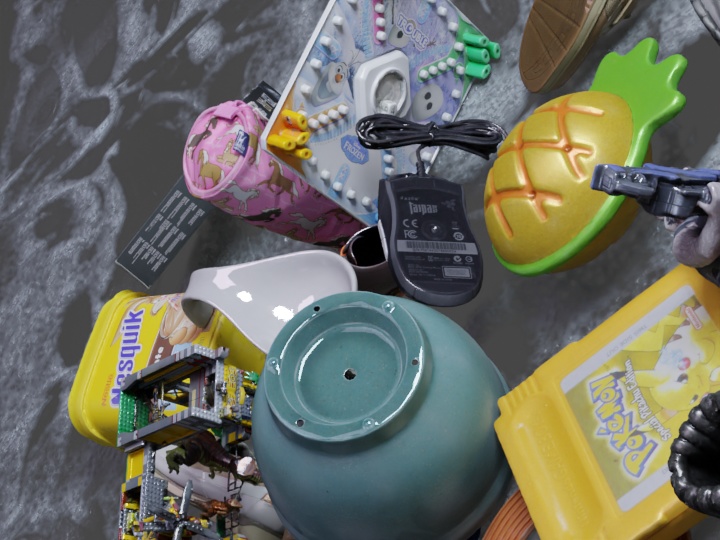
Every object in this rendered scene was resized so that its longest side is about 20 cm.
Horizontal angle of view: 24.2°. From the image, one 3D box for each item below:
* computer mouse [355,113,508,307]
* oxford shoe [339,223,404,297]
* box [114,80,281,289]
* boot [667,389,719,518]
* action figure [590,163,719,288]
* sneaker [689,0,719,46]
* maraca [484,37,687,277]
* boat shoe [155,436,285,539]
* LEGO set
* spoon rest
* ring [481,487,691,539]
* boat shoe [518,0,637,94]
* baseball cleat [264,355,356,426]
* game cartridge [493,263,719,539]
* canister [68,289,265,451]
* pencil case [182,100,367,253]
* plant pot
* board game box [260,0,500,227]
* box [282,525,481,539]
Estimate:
[{"bbox_3d":[0.075,-0.041,1.325,0.046,0.139,0.201,107,155,-48],"label":"computer mouse"},{"bbox_3d":[0.000,0.000,1.416,0.199,0.072,0.072,-32,42,34],"label":"oxford shoe"},{"bbox_3d":[-0.150,-0.087,1.637,0.200,0.043,0.160,-50,6,12],"label":"box"},{"bbox_3d":[0.287,0.085,0.909,0.211,0.157,0.080,-44,37,21],"label":"boot"},{"bbox_3d":[0.230,-0.005,1.053,0.194,0.199,0.105,-117,39,-54],"label":"action figure"},{"bbox_3d":[0.288,-0.230,1.230,0.090,0.076,0.201,-25,48,31],"label":"sneaker"},{"bbox_3d":[0.166,-0.083,1.237,0.200,0.107,0.137,-53,33,8],"label":"maraca"},{"bbox_3d":[-0.118,0.178,1.439,0.199,0.075,0.069,22,80,45],"label":"boat shoe"},{"bbox_3d":[-0.108,0.149,1.294,0.116,0.153,0.201,-25,47,41],"label":"LEGO set"},{"bbox_3d":[-0.081,0.027,1.396,0.199,0.061,0.100,2,66,44],"label":"spoon rest"},{"bbox_3d":[0.138,0.213,1.127,0.200,0.019,0.201,-33,41,34],"label":"ring"},{"bbox_3d":[0.196,-0.222,1.348,0.201,0.064,0.071,-59,38,33],"label":"boat shoe"},{"bbox_3d":[-0.021,0.121,1.374,0.200,0.069,0.107,26,101,58],"label":"baseball cleat"},{"bbox_3d":[0.189,0.097,1.114,0.200,0.032,0.177,-37,38,13],"label":"game cartridge"},{"bbox_3d":[-0.170,0.090,1.556,0.199,0.086,0.149,-7,59,48],"label":"canister"},{"bbox_3d":[-0.055,-0.076,1.437,0.086,0.199,0.083,-33,52,33],"label":"pencil case"},{"bbox_3d":[0.005,0.097,1.210,0.199,0.134,0.201,-8,56,13],"label":"plant pot"},{"bbox_3d":[0.024,-0.147,1.393,0.026,0.200,0.201,21,81,40],"label":"board game box"},{"bbox_3d":[0.001,0.236,1.272,0.199,0.032,0.122,-6,60,49],"label":"box"}]
